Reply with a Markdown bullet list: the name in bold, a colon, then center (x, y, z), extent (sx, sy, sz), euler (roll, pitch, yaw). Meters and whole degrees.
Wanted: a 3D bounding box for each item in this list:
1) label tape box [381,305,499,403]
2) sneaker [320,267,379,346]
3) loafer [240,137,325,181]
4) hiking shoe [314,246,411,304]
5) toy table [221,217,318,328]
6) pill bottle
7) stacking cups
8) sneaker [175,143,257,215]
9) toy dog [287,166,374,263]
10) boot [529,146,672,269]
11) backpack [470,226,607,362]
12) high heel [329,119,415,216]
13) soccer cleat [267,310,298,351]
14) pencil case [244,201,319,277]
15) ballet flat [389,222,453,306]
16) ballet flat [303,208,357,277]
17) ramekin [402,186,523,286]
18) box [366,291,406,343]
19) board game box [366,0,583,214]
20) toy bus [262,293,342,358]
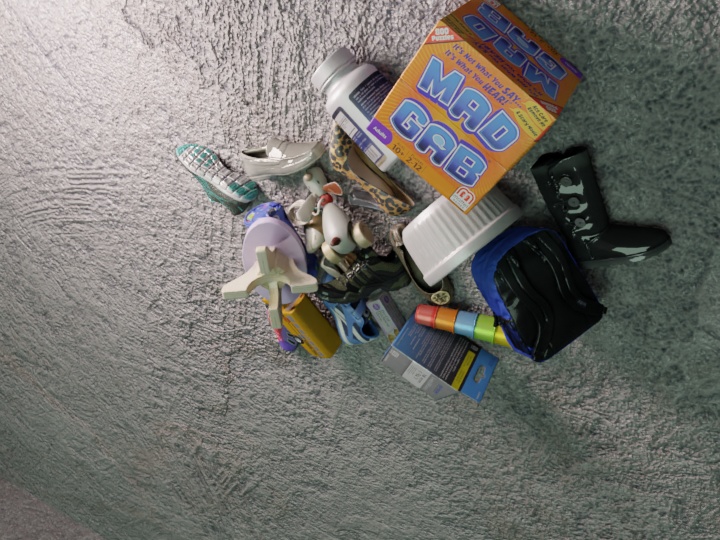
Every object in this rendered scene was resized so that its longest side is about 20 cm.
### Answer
- **label tape box**: center (0.160, 0.180, 1.292), extent (0.200, 0.144, 0.063), euler (34, 131, 7)
- **sneaker**: center (-0.021, 0.076, 1.381), extent (0.082, 0.074, 0.200), euler (-3, 127, 34)
- **loafer**: center (-0.157, -0.224, 1.259), extent (0.199, 0.070, 0.070), euler (-8, 124, 35)
- **hiking shoe**: center (0.000, 0.000, 1.270), extent (0.076, 0.199, 0.101), euler (-142, 40, -66)
- **toy table**: center (-0.170, 0.010, 1.263), extent (0.183, 0.117, 0.201), euler (-14, 123, 10)
- **pill bottle**: center (0.013, -0.276, 1.095), extent (0.200, 0.111, 0.111), euler (47, 132, -5)
- **stacking cups**: center (0.208, 0.103, 1.263), extent (0.199, 0.061, 0.061), euler (13, 126, 20)
- **sneaker**: center (-0.317, -0.188, 1.377), extent (0.200, 0.078, 0.091), euler (38, 136, 5)
- **toy dog**: center (-0.066, -0.104, 1.228), extent (0.200, 0.096, 0.132), euler (41, 106, 16)
- **boot**: center (0.383, -0.107, 1.029), extent (0.164, 0.066, 0.201), euler (-15, 107, 35)
- **backpack**: center (0.278, 0.029, 1.100), extent (0.200, 0.162, 0.168), euler (57, 168, -18)
- **high heel**: center (0.025, -0.186, 1.169), extent (0.142, 0.072, 0.200), euler (13, 143, 30)
- **soccer cleat**: center (-0.187, 0.116, 1.501), extent (0.068, 0.073, 0.201), euler (14, 126, 22)
- **pencil case**: center (-0.157, -0.055, 1.340), extent (0.200, 0.087, 0.078), euler (58, 174, -34)
- **ballet flat**: center (0.118, -0.004, 1.244), extent (0.067, 0.046, 0.200), euler (-26, 113, 17)
- **ballet flat**: center (-0.065, -0.041, 1.322), extent (0.200, 0.072, 0.068), euler (49, 148, -8)
- **ramekin**: center (0.164, -0.074, 1.092), extent (0.105, 0.200, 0.200), euler (52, 132, 4)
- **box**: center (0.083, 0.137, 1.379), extent (0.041, 0.039, 0.200), euler (-20, 108, 37)
- **board game box**: center (0.171, -0.250, 0.960), extent (0.200, 0.200, 0.200), euler (41, 132, 0)
- **toy bus**: center (-0.128, 0.108, 1.431), extent (0.078, 0.065, 0.200), euler (3, 138, 45)
